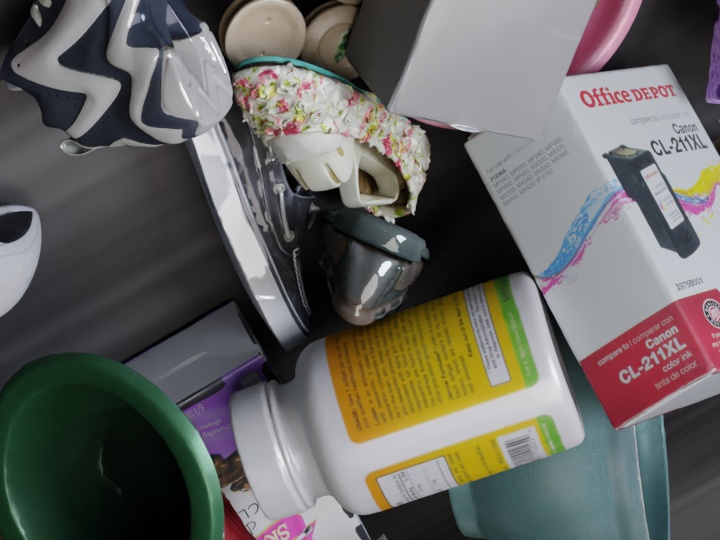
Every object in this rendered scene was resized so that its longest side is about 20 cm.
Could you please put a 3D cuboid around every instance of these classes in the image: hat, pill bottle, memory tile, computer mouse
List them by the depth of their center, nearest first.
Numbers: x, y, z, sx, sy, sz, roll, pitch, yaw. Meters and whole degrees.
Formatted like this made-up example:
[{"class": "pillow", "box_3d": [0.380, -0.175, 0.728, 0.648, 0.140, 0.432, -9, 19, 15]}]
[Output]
[{"class": "memory tile", "box_3d": [0.008, -0.197, 1.318, 0.152, 0.017, 0.201, 6, 118, -26]}, {"class": "computer mouse", "box_3d": [-0.247, 0.012, 1.325, 0.199, 0.044, 0.110, -23, 145, -47]}, {"class": "pill bottle", "box_3d": [0.027, 0.082, 1.403, 0.199, 0.111, 0.111, -19, 127, 6]}, {"class": "hat", "box_3d": [-0.116, 0.112, 1.417, 0.176, 0.165, 0.201, -36, 147, -55]}]

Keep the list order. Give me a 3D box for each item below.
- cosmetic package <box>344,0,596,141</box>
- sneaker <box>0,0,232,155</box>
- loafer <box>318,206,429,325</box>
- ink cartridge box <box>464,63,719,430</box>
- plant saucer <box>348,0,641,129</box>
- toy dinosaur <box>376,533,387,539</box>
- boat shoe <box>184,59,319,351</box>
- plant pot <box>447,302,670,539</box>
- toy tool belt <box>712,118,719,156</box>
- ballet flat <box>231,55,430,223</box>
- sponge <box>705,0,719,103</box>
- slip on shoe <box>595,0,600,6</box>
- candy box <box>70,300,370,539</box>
[{"class": "cosmetic package", "box_3d": [0.078, -0.182, 1.296, 0.106, 0.090, 0.201, 11, 117, -28]}, {"class": "sneaker", "box_3d": [-0.164, -0.155, 1.292, 0.129, 0.080, 0.200, -18, 104, 26]}, {"class": "loafer", "box_3d": [0.000, 0.000, 1.398, 0.071, 0.200, 0.063, 22, 89, 1]}, {"class": "ink cartridge box", "box_3d": [0.171, -0.019, 1.409, 0.083, 0.201, 0.145, -35, 166, 35]}, {"class": "plant saucer", "box_3d": [0.077, -0.184, 1.398, 0.199, 0.051, 0.202, -11, 124, -17]}, {"class": "toy dinosaur", "box_3d": [-0.059, 0.251, 1.601, 0.199, 0.048, 0.088, -25, 142, 2]}, {"class": "boat shoe", "box_3d": [-0.057, -0.042, 1.420, 0.067, 0.072, 0.201, -24, 119, -6]}, {"class": "plant pot", "box_3d": [0.127, 0.112, 1.532, 0.133, 0.201, 0.201, -6, 126, 12]}, {"class": "toy tool belt", "box_3d": [0.250, -0.041, 1.505, 0.122, 0.125, 0.201, -9, 126, -47]}, {"class": "ballet flat", "box_3d": [-0.010, -0.073, 1.368, 0.075, 0.064, 0.200, -8, 166, 28]}, {"class": "sponge", "box_3d": [0.275, -0.198, 1.439, 0.111, 0.030, 0.202, 4, 92, -27]}, {"class": "slip on shoe", "box_3d": [0.172, -0.228, 1.321, 0.060, 0.076, 0.201, 14, 121, -19]}, {"class": "candy box", "box_3d": [-0.104, 0.147, 1.509, 0.167, 0.072, 0.201, -31, 127, -3]}]
